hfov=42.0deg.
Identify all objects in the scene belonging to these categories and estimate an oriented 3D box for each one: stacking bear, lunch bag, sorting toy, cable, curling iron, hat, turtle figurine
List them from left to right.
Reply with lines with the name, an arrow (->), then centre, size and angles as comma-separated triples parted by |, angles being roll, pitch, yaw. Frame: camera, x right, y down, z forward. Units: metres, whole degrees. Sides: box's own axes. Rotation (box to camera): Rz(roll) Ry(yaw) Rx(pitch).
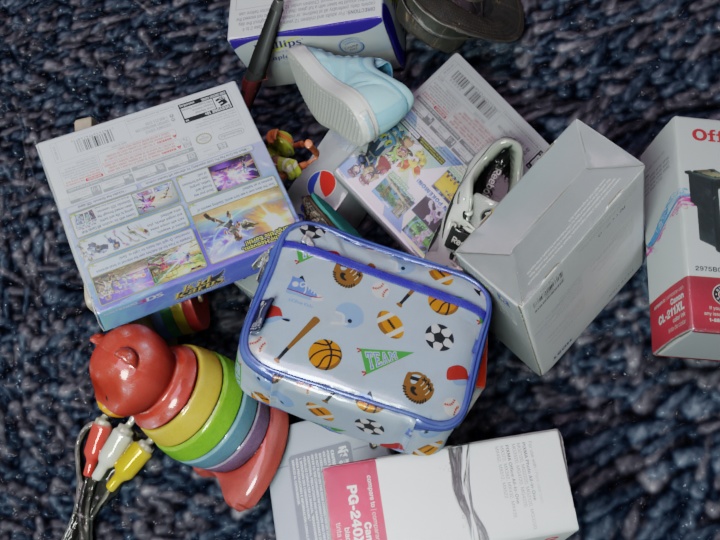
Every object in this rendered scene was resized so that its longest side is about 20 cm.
cable -> -0.284, 0.234, 0.966 | 0.096, 0.050, 0.202 | 22, 76, 22
sorting toy -> -0.215, -0.029, 0.969 | 0.068, 0.199, 0.203 | -14, 66, 5
stacking bear -> -0.168, 0.121, 0.874 | 0.121, 0.200, 0.115 | 25, 78, 49
turtle figurine -> -0.114, -0.088, 0.976 | 0.064, 0.200, 0.162 | 36, 84, -17
curling iron -> -0.112, -0.206, 1.037 | 0.050, 0.025, 0.202 | 43, 127, 32
lunch bag -> 0.001, 0.047, 0.751 | 0.197, 0.076, 0.162 | 20, 58, 1
hat -> 0.090, -0.297, 1.038 | 0.198, 0.081, 0.203 | 18, 46, -19

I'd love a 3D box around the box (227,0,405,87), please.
box -> -0.046, -0.332, 1.086 | 0.181, 0.105, 0.203 | -5, 67, 16

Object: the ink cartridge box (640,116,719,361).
ink cartridge box -> 0.336, -0.026, 0.834 | 0.143, 0.083, 0.203 | 4, 69, -4

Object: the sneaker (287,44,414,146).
sneaker -> -0.009, -0.191, 0.975 | 0.081, 0.075, 0.200 | -27, 42, -14

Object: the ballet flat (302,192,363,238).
ballet flat -> 0.000, 0.000, 0.892 | 0.199, 0.068, 0.076 | 35, 93, 29

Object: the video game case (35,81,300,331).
video game case -> -0.173, -0.064, 0.863 | 0.197, 0.046, 0.183 | -21, 67, -15

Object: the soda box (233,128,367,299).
soda box -> -0.050, -0.048, 0.995 | 0.063, 0.068, 0.201 | 29, 79, 24

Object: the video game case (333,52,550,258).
video game case -> 0.103, -0.090, 0.951 | 0.182, 0.022, 0.200 | -43, 83, -6

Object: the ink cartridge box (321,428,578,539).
ink cartridge box -> 0.070, 0.204, 0.790 | 0.196, 0.146, 0.085 | -8, 67, -3

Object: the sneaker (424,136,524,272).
sneaker -> 0.106, -0.035, 0.888 | 0.073, 0.089, 0.203 | 17, 83, 1

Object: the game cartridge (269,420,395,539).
game cartridge -> -0.017, 0.237, 0.892 | 0.131, 0.040, 0.203 | -17, 65, 14

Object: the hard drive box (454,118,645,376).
hard drive box -> 0.176, -0.011, 0.837 | 0.156, 0.200, 0.077 | -46, 63, -6

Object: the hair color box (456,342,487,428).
hair color box -> 0.005, 0.080, 0.832 | 0.196, 0.102, 0.062 | 10, 59, -4
